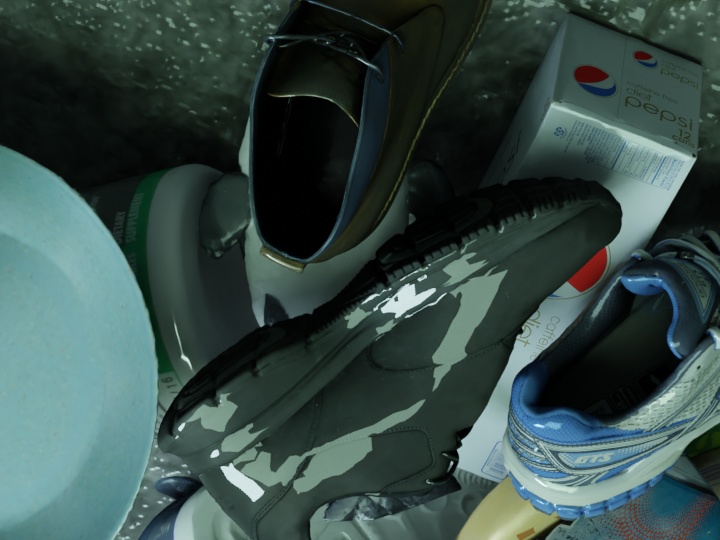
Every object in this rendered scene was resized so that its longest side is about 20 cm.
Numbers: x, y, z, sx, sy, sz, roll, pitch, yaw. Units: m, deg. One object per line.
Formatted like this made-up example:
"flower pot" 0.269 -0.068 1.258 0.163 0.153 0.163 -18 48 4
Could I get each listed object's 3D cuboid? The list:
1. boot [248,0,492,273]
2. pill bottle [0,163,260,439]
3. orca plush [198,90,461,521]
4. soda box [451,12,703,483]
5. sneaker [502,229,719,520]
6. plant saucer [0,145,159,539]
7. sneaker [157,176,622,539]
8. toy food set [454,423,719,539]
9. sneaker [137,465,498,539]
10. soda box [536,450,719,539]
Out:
"boot" 0.006 -0.091 0.963 0.075 0.097 0.200 16 106 3
"pill bottle" -0.143 0.028 1.111 0.200 0.113 0.113 -13 125 21
"orca plush" 0.000 0.000 1.069 0.105 0.071 0.200 -23 90 9
"soda box" 0.074 -0.005 1.073 0.064 0.068 0.200 21 129 -6
"sneaker" 0.141 0.021 1.021 0.200 0.077 0.085 -37 149 -8
"plant saucer" -0.165 0.045 1.039 0.201 0.039 0.201 0 91 22
"sneaker" 0.022 0.036 0.995 0.200 0.076 0.091 -34 100 9
"toy food set" 0.121 0.137 1.143 0.198 0.049 0.200 -7 129 -25
"sneaker" -0.012 0.144 1.221 0.200 0.081 0.146 5 157 -19
"soda box" 0.073 0.162 1.057 0.200 0.064 0.068 -33 136 -2
